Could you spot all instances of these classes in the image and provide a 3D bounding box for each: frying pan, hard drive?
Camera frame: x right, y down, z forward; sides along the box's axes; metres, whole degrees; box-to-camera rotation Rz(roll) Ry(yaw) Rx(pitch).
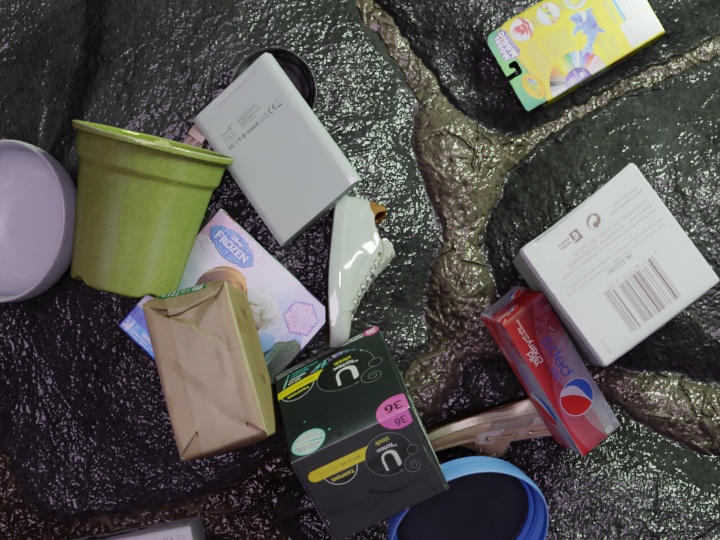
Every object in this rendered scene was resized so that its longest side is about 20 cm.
[{"bbox_3d":[-0.086,-0.199,1.620,0.115,0.031,0.190,-44,87,3],"label":"frying pan"},{"bbox_3d":[-0.105,-0.151,1.587,0.132,0.027,0.201,-39,80,17],"label":"hard drive"}]

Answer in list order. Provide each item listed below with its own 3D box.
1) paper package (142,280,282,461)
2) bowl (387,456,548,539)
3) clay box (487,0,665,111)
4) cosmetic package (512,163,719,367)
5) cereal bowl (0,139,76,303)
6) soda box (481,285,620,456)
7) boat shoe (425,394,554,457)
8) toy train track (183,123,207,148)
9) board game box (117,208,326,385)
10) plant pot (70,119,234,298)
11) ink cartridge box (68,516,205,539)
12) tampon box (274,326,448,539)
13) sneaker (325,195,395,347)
[{"bbox_3d":[-0.169,0.116,1.482,0.102,0.200,0.193,-16,86,1],"label":"paper package"},{"bbox_3d":[0.127,0.308,1.521,0.198,0.040,0.203,-7,122,-11],"label":"bowl"},{"bbox_3d":[0.267,-0.293,1.597,0.198,0.048,0.116,-30,85,3],"label":"clay box"},{"bbox_3d":[0.294,0.000,1.500,0.167,0.200,0.167,-37,84,1],"label":"cosmetic package"},{"bbox_3d":[-0.429,-0.059,1.595,0.198,0.083,0.203,-1,87,24],"label":"cereal bowl"},{"bbox_3d":[0.224,0.118,1.496,0.063,0.070,0.201,-37,107,-11],"label":"soda box"},{"bbox_3d":[0.163,0.201,1.563,0.198,0.072,0.066,-16,90,-4],"label":"boat shoe"},{"bbox_3d":[-0.259,-0.105,1.625,0.114,0.033,0.201,36,88,5],"label":"toy train track"},{"bbox_3d":[-0.168,0.063,1.605,0.200,0.041,0.200,41,90,5],"label":"board game box"},{"bbox_3d":[-0.267,-0.068,1.526,0.198,0.200,0.187,13,95,4],"label":"plant pot"},{"bbox_3d":[-0.287,0.399,1.570,0.197,0.083,0.149,-11,87,2],"label":"ink cartridge box"},{"bbox_3d":[-0.004,0.188,1.491,0.149,0.200,0.127,-26,115,1],"label":"tampon box"},{"bbox_3d":[0.000,0.000,1.563,0.083,0.073,0.202,7,67,-2],"label":"sneaker"}]
